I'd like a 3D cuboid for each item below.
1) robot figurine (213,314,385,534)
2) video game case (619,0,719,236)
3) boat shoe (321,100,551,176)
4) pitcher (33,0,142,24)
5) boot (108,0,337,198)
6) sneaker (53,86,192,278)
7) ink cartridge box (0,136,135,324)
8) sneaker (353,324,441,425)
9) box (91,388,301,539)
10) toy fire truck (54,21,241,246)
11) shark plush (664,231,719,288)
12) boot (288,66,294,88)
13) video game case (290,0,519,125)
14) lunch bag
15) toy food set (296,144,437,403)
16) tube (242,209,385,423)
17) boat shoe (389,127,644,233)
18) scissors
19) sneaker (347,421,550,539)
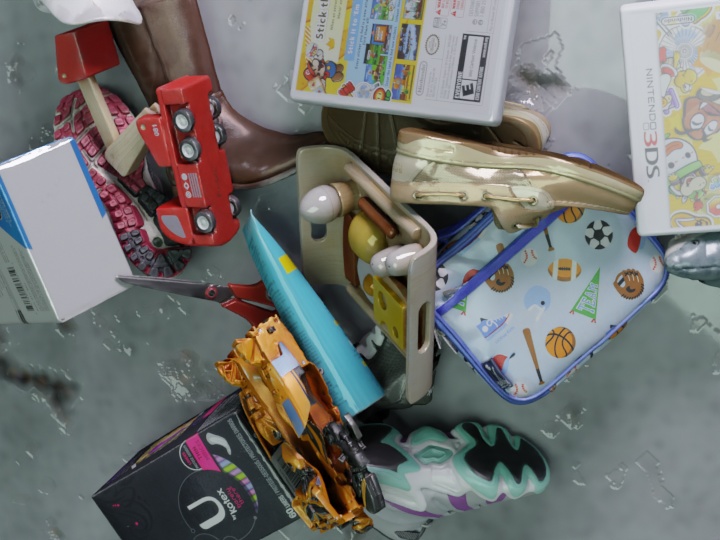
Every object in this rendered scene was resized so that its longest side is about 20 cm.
[{"bbox_3d":[-0.052,0.146,1.111,0.202,0.058,0.145,60,154,8],"label":"robot figurine"},{"bbox_3d":[0.305,-0.122,0.966,0.197,0.023,0.185,-4,108,16],"label":"video game case"},{"bbox_3d":[0.064,-0.122,1.081,0.197,0.065,0.073,8,116,20],"label":"boat shoe"},{"bbox_3d":[-0.251,-0.321,1.094,0.171,0.120,0.203,18,111,49],"label":"pitcher"},{"bbox_3d":[-0.126,-0.172,1.130,0.184,0.064,0.203,-14,101,21],"label":"boot"},{"bbox_3d":[-0.229,-0.078,1.191,0.080,0.075,0.202,-26,88,-14],"label":"sneaker"},{"bbox_3d":[-0.305,-0.032,1.171,0.199,0.084,0.148,-3,112,59],"label":"ink cartridge box"},{"bbox_3d":[0.046,0.075,1.157,0.090,0.067,0.200,42,119,-3],"label":"sneaker"},{"bbox_3d":[-0.143,0.208,1.241,0.199,0.106,0.123,-32,96,25],"label":"box"},{"bbox_3d":[-0.188,-0.120,1.120,0.139,0.049,0.203,2,113,31],"label":"toy fire truck"},{"bbox_3d":[0.348,-0.001,1.018,0.197,0.083,0.092,18,113,12],"label":"shark plush"},{"bbox_3d":[0.028,-0.209,1.069,0.197,0.073,0.097,-6,91,20],"label":"boot"},{"bbox_3d":[0.040,-0.226,1.006,0.180,0.023,0.203,10,93,23],"label":"video game case"},{"bbox_3d":[0.145,0.005,1.059,0.199,0.076,0.161,-40,97,1],"label":"lunch bag"},{"bbox_3d":[0.000,0.000,1.056,0.060,0.200,0.145,-16,127,-21],"label":"toy food set"},{"bbox_3d":[-0.051,0.040,1.126,0.201,0.050,0.077,58,160,4],"label":"tube"},{"bbox_3d":[0.122,-0.064,0.995,0.197,0.071,0.066,12,100,5],"label":"boat shoe"},{"bbox_3d":[-0.124,0.016,1.154,0.198,0.014,0.074,27,92,-28],"label":"scissors"},{"bbox_3d":[0.074,0.213,1.197,0.197,0.078,0.141,7,133,0],"label":"sneaker"}]
